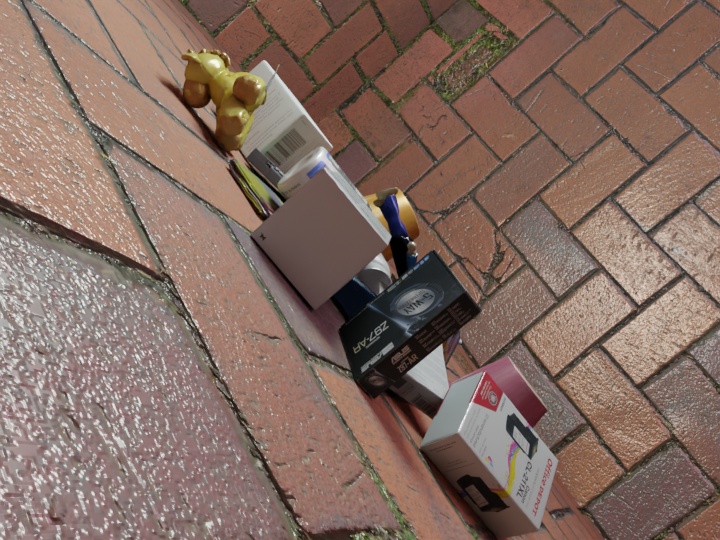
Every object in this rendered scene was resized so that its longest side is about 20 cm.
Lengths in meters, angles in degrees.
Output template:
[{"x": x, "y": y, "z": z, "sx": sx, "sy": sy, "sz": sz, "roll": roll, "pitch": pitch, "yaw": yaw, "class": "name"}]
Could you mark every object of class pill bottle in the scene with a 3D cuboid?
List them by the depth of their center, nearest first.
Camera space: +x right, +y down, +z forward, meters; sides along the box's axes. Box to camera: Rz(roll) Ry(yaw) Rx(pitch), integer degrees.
[{"x": -0.050, "y": -0.115, "z": 1.246, "sx": 0.201, "sy": 0.113, "sz": 0.114, "roll": 51, "pitch": 6, "yaw": -16, "class": "pill bottle"}, {"x": 0.000, "y": 0.000, "z": 1.366, "sx": 0.110, "sy": 0.109, "sz": 0.200, "roll": 48, "pitch": 7, "yaw": -24, "class": "pill bottle"}]

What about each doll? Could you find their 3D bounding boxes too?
[{"x": 0.072, "y": -0.039, "z": 1.207, "sx": 0.137, "sy": 0.048, "sz": 0.203, "roll": 118, "pitch": -43, "yaw": -76, "class": "doll"}]

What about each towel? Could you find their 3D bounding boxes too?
[{"x": -0.167, "y": -0.121, "z": 1.261, "sx": 0.144, "sy": 0.023, "sz": 0.200, "roll": 53, "pitch": 6, "yaw": 24, "class": "towel"}]

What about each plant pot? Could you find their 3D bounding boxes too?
[{"x": 0.256, "y": 0.272, "z": 1.322, "sx": 0.201, "sy": 0.178, "sz": 0.200, "roll": 51, "pitch": 6, "yaw": -8, "class": "plant pot"}, {"x": 0.033, "y": -0.099, "z": 1.600, "sx": 0.202, "sy": 0.182, "sz": 0.200, "roll": 61, "pitch": -7, "yaw": 12, "class": "plant pot"}]

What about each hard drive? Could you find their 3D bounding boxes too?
[{"x": -0.154, "y": -0.172, "z": 1.472, "sx": 0.140, "sy": 0.038, "sz": 0.200, "roll": 43, "pitch": -1, "yaw": 29, "class": "hard drive"}]

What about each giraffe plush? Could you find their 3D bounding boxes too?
[{"x": -0.269, "y": -0.348, "z": 1.292, "sx": 0.161, "sy": 0.202, "sz": 0.173, "roll": 26, "pitch": -23, "yaw": -7, "class": "giraffe plush"}]

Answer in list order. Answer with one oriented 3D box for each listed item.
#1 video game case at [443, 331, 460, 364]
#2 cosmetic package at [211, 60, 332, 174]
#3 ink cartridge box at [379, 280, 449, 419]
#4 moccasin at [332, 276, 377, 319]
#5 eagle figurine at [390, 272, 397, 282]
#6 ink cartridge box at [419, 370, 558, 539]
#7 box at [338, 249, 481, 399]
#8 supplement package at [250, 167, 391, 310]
[{"x": 0.157, "y": 0.141, "z": 1.339, "sx": 0.018, "sy": 0.144, "sz": 0.201, "roll": 20, "pitch": -29, "yaw": 23, "class": "video game case"}, {"x": -0.201, "y": -0.328, "z": 1.552, "sx": 0.201, "sy": 0.164, "sz": 0.165, "roll": 55, "pitch": 7, "yaw": 27, "class": "cosmetic package"}, {"x": 0.077, "y": 0.131, "z": 1.142, "sx": 0.162, "sy": 0.057, "sz": 0.201, "roll": 38, "pitch": 23, "yaw": -24, "class": "ink cartridge box"}, {"x": 0.004, "y": 0.053, "z": 1.215, "sx": 0.201, "sy": 0.080, "sz": 0.068, "roll": 54, "pitch": 12, "yaw": 13, "class": "moccasin"}, {"x": 0.109, "y": 0.097, "z": 1.489, "sx": 0.201, "sy": 0.150, "sz": 0.153, "roll": -108, "pitch": -161, "yaw": -56, "class": "eagle figurine"}, {"x": 0.203, "y": 0.282, "z": 1.040, "sx": 0.200, "sy": 0.083, "sz": 0.146, "roll": 50, "pitch": 41, "yaw": -9, "class": "ink cartridge box"}, {"x": 0.066, "y": 0.074, "z": 1.002, "sx": 0.044, "sy": 0.199, "sz": 0.161, "roll": 47, "pitch": 8, "yaw": -24, "class": "box"}, {"x": -0.054, "y": -0.055, "z": 1.083, "sx": 0.151, "sy": 0.151, "sz": 0.200, "roll": 49, "pitch": 7, "yaw": -2, "class": "supplement package"}]
